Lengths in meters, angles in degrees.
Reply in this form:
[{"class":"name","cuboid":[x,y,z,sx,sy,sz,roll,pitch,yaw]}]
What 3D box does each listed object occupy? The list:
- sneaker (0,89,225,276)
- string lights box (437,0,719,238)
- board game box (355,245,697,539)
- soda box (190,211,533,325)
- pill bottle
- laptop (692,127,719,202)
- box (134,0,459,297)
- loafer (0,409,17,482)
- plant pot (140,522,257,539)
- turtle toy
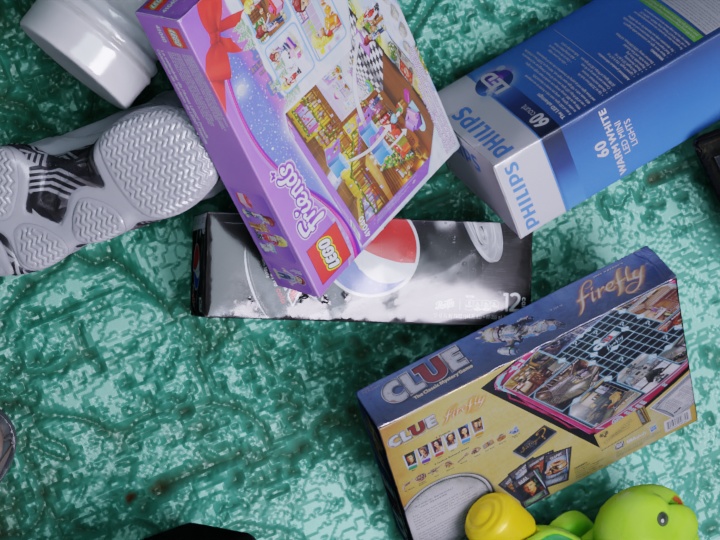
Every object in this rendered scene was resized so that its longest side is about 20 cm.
[{"class":"sneaker","cuboid":[-0.152,-0.053,1.319,0.199,0.115,0.075,-15,97,25]},{"class":"string lights box","cuboid":[0.149,-0.111,1.353,0.199,0.103,0.059,-31,126,-8]},{"class":"board game box","cuboid":[0.104,0.082,1.357,0.199,0.035,0.136,-26,136,-9]},{"class":"soda box","cuboid":[0.000,0.000,1.350,0.199,0.071,0.064,1,89,-12]},{"class":"pill bottle","cuboid":[-0.101,-0.192,1.271,0.109,0.109,0.200,39,84,-11]},{"class":"laptop","cuboid":[0.319,-0.087,1.393,0.199,0.116,0.188,-20,133,14]},{"class":"box","cuboid":[-0.030,-0.104,1.249,0.137,0.039,0.200,-47,131,-27]},{"class":"loafer","cuboid":[-0.268,0.165,1.310,0.072,0.063,0.201,31,87,-11]},{"class":"plant pot","cuboid":[-0.112,0.252,1.291,0.177,0.199,0.200,-37,100,-19]},{"class":"turtle toy","cuboid":[0.121,0.207,1.352,0.200,0.101,0.146,-50,121,-4]}]
